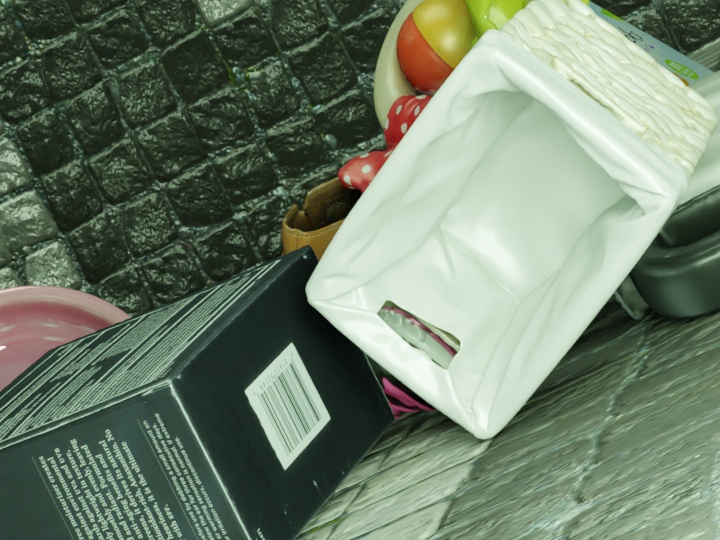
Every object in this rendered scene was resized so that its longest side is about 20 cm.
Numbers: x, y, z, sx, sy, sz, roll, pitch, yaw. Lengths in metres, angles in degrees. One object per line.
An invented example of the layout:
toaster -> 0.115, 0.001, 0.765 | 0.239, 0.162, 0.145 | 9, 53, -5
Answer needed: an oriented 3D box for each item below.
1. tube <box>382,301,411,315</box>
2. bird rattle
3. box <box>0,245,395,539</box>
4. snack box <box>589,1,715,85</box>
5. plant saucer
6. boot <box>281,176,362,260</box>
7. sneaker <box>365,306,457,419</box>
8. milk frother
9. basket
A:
tube -> 0.079, 0.022, 1.766 | 0.200, 0.058, 0.052 | -27, -38, -47
bird rattle -> 0.061, -0.117, 1.697 | 0.200, 0.112, 0.163 | -55, 30, 28
box -> -0.116, 0.102, 1.518 | 0.198, 0.124, 0.200 | -20, 12, 29
snack box -> 0.179, -0.104, 1.799 | 0.068, 0.199, 0.169 | -64, -9, 21
plant saucer -> -0.216, 0.110, 1.802 | 0.200, 0.201, 0.051 | -28, -21, -13
boot -> 0.000, 0.000, 1.803 | 0.076, 0.156, 0.200 | 14, 32, 30
sneaker -> 0.007, 0.069, 1.621 | 0.200, 0.074, 0.088 | 14, 77, 53
milk frother -> 0.197, -0.092, 1.550 | 0.187, 0.201, 0.181 | -26, 8, 13
basket -> 0.086, -0.035, 1.464 | 0.200, 0.135, 0.123 | -54, -4, 35
